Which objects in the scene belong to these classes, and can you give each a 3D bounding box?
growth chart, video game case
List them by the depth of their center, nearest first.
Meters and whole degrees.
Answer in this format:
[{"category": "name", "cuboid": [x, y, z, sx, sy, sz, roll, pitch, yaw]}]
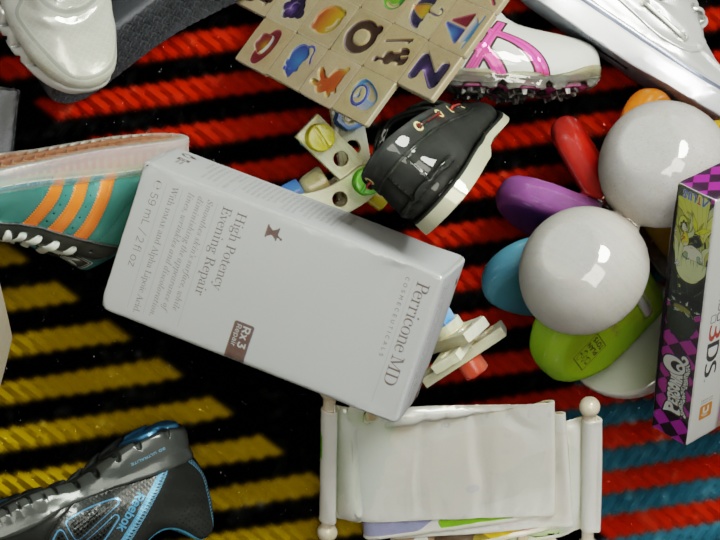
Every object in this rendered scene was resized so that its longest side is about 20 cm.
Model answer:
[{"category": "video game case", "cuboid": [0.268, -0.005, 1.728, 0.199, 0.036, 0.182, -24, 131, -36]}, {"category": "growth chart", "cuboid": [0.065, 0.135, 1.764, 0.199, 0.018, 0.145, 2, 123, -9]}]

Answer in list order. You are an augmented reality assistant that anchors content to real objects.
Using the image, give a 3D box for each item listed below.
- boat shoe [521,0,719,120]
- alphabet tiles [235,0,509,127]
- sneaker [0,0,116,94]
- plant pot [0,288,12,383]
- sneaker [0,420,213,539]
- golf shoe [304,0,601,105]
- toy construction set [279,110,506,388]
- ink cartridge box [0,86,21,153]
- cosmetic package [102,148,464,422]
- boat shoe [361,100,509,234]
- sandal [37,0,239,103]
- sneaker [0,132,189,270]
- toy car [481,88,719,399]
[{"category": "boat shoe", "cuboid": [0.195, -0.156, 1.787, 0.200, 0.074, 0.066, 34, 88, -8]}, {"category": "alphabet tiles", "cuboid": [0.010, -0.178, 1.719, 0.167, 0.200, 0.006, -54, 136, -6]}, {"category": "sneaker", "cuboid": [-0.190, -0.205, 1.660, 0.075, 0.081, 0.201, -20, 99, -29]}, {"category": "plant pot", "cuboid": [-0.315, 0.056, 1.645, 0.199, 0.200, 0.177, 28, 68, 11]}, {"category": "sneaker", "cuboid": [-0.188, 0.171, 1.731, 0.199, 0.073, 0.082, -26, 95, -6]}, {"category": "golf shoe", "cuboid": [0.061, -0.157, 1.769, 0.199, 0.073, 0.093, 7, 87, -7]}, {"category": "toy construction set", "cuboid": [0.000, 0.000, 1.756, 0.131, 0.092, 0.200, -36, 84, -8]}, {"category": "ink cartridge box", "cuboid": [-0.319, -0.079, 1.733, 0.199, 0.039, 0.100, 6, 89, -7]}, {"category": "cosmetic package", "cuboid": [-0.047, 0.007, 1.682, 0.199, 0.074, 0.102, 20, 104, 9]}, {"category": "boat shoe", "cuboid": [0.046, -0.079, 1.705, 0.063, 0.201, 0.074, 41, 106, -2]}, {"category": "sandal", "cuboid": [-0.126, -0.182, 1.740, 0.200, 0.076, 0.043, -33, 69, -3]}, {"category": "sneaker", "cuboid": [-0.192, -0.035, 1.710, 0.199, 0.071, 0.080, -10, 102, -31]}, {"category": "toy car", "cuboid": [0.157, -0.028, 1.753, 0.150, 0.175, 0.200, 34, 83, 29]}]
